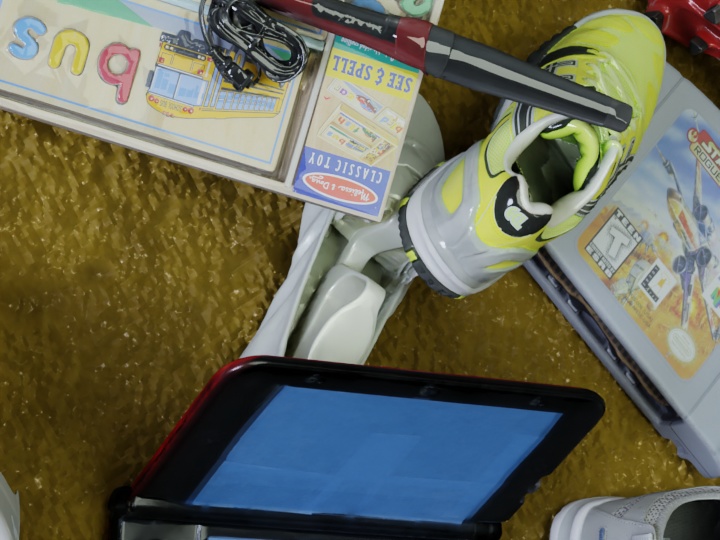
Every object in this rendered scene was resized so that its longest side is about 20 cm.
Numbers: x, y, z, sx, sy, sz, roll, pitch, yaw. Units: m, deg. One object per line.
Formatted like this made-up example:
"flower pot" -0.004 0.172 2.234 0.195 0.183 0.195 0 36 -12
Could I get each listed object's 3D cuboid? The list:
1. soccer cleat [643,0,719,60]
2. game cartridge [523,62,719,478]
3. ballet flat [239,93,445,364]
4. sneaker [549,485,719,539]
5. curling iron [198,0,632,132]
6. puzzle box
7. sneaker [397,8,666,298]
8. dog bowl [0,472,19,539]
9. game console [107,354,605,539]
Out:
"soccer cleat" 0.230 -0.104 1.439 0.200 0.069 0.085 40 49 13
"game cartridge" 0.155 -0.013 1.434 0.133 0.041 0.200 -47 108 -22
"ballet flat" 0.000 0.000 1.321 0.069 0.069 0.201 35 68 -23
"sneaker" 0.194 0.140 1.412 0.199 0.082 0.075 -4 87 -31
"curling iron" 0.024 -0.089 1.259 0.199 0.026 0.050 11 99 -12
"puzzle box" -0.067 -0.111 1.267 0.199 0.025 0.134 16 90 -11
"sneaker" 0.099 -0.058 1.330 0.076 0.076 0.200 52 48 -15
"dog bowl" -0.223 0.122 1.117 0.199 0.059 0.201 -10 121 -17
"game console" -0.002 0.134 1.274 0.199 0.119 0.173 7 81 -30
